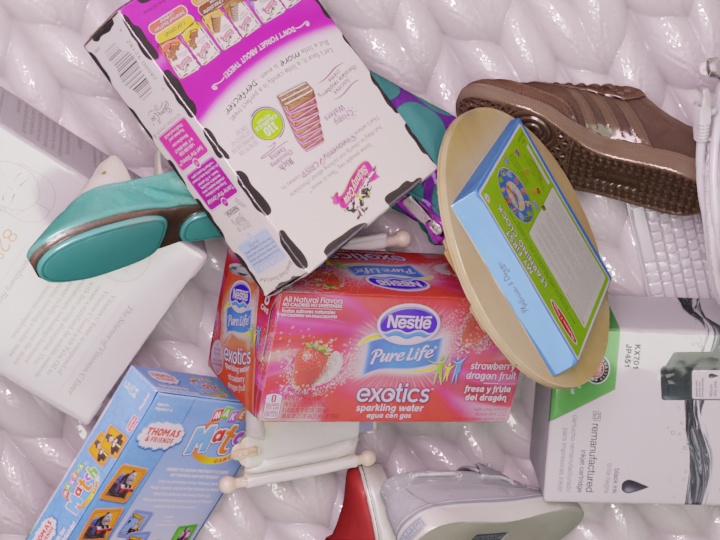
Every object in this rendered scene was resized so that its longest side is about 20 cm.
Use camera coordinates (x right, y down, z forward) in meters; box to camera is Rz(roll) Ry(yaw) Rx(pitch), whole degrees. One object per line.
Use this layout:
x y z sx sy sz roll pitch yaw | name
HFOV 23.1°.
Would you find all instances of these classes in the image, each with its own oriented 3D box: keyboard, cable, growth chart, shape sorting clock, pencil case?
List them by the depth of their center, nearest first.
0.111 -0.015 1.195 0.039 0.200 0.200 -23 114 28 | shape sorting clock
-0.003 -0.095 1.242 0.200 0.093 0.085 27 136 -15 | pencil case
0.292 -0.061 1.249 0.069 0.200 0.201 0 103 24 | cable
-0.027 0.067 1.281 0.144 0.018 0.201 -3 112 -25 | growth chart
0.245 -0.002 1.357 0.056 0.011 0.201 -18 111 -3 | keyboard

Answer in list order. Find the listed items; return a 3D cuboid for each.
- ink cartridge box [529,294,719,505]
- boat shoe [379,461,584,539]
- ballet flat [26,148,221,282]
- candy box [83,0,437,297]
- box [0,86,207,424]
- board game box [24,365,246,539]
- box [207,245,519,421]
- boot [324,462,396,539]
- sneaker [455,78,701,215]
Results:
0.237 0.099 1.342 0.199 0.083 0.147 1 108 -3 | ink cartridge box
0.094 0.178 1.348 0.200 0.072 0.070 7 133 -46 | boat shoe
-0.135 -0.046 1.154 0.200 0.071 0.067 -15 154 -28 | ballet flat
-0.062 -0.104 1.128 0.136 0.061 0.200 -39 95 -35 | candy box
-0.231 -0.017 1.222 0.200 0.106 0.152 34 100 -18 | box
-0.161 0.166 1.289 0.200 0.037 0.151 -57 149 12 | board game box
0.007 0.044 1.220 0.199 0.100 0.096 3 109 -27 | box
-0.041 0.243 1.366 0.144 0.072 0.201 -2 113 -7 | boot
0.169 -0.103 1.287 0.199 0.076 0.071 22 143 2 | sneaker
